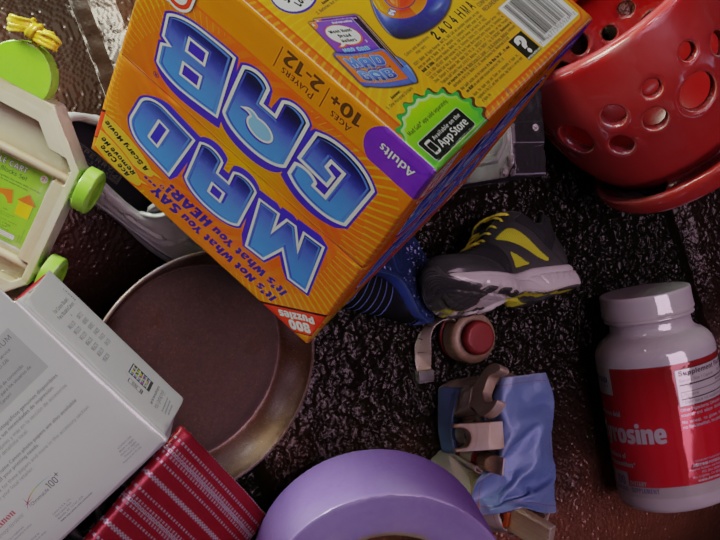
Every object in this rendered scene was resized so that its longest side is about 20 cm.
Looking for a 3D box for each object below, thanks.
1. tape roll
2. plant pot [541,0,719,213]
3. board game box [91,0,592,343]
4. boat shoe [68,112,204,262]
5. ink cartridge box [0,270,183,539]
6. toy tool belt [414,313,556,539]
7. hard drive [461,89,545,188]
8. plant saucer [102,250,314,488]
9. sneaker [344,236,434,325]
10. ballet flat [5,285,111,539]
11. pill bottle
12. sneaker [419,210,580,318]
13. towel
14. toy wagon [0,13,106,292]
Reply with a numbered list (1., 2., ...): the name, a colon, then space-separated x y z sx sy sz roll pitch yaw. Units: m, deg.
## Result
1. tape roll: 0.015 0.250 0.849 0.200 0.085 0.200 -2 105 -8
2. plant pot: 0.256 -0.162 0.955 0.200 0.200 0.183 -46 111 -20
3. board game box: -0.017 -0.121 0.694 0.200 0.200 0.200 42 51 4
4. boat shoe: -0.150 -0.053 0.812 0.200 0.065 0.074 28 77 -23
5. ink cartridge box: -0.252 0.104 0.708 0.200 0.084 0.176 -42 101 7
6. toy tool belt: 0.124 0.134 0.923 0.125 0.123 0.200 -5 91 -27
7. hard drive: 0.097 -0.172 0.906 0.038 0.140 0.200 -5 92 -26
8. plant saucer: -0.127 0.076 0.820 0.200 0.034 0.201 -15 116 -33
9. sneaker: 0.000 0.000 0.872 0.200 0.078 0.070 41 45 -60
10. ballet flat: -0.221 0.105 0.787 0.066 0.057 0.200 -20 98 -26
11. pill bottle: 0.284 0.116 1.010 0.112 0.112 0.200 -12 94 -26
12. sneaker: 0.113 -0.010 0.938 0.200 0.074 0.085 0 68 -50
13. towel: -0.167 0.228 0.799 0.200 0.022 0.145 -50 138 -19
14. toy wagon: -0.253 -0.078 0.734 0.155 0.040 0.200 27 102 -2
